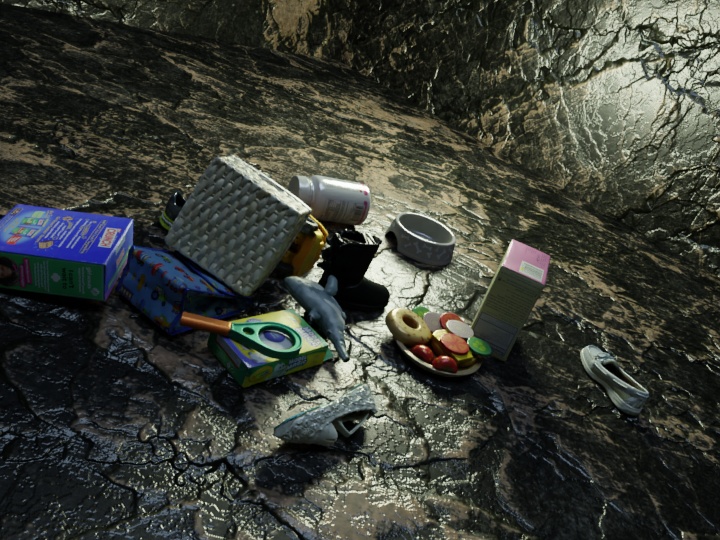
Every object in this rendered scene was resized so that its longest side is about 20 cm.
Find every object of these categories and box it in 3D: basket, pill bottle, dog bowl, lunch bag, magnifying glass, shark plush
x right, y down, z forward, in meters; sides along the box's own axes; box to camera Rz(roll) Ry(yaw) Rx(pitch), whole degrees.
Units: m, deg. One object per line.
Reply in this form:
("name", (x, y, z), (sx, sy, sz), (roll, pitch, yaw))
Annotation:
("basket", (-0.228, -0.084, 1.138), (0.198, 0.200, 0.161), (34, 8, -5))
("pill bottle", (-0.084, -0.185, 1.589), (0.199, 0.114, 0.113), (7, 30, -27))
("dog bowl", (0.169, -0.092, 1.661), (0.199, 0.059, 0.200), (16, 28, -9))
("lunch bag", (-0.301, 0.030, 1.094), (0.150, 0.094, 0.200), (32, 16, 24))
("magnifying glass", (-0.192, 0.100, 0.995), (0.199, 0.022, 0.080), (13, 29, -12))
("shark plush", (-0.078, 0.095, 1.144), (0.083, 0.091, 0.200), (11, 49, -48))

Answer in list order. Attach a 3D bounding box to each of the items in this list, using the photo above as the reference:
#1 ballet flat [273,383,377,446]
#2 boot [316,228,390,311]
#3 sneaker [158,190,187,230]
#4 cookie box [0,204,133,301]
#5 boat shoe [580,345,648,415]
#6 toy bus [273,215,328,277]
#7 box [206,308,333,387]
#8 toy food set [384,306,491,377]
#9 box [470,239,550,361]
("ballet flat", (-0.041, 0.227, 0.926), (0.072, 0.072, 0.200), (37, 31, 28))
("boot", (0.000, 0.000, 1.257), (0.198, 0.163, 0.073), (4, 33, -30))
("sneaker", (-0.333, -0.098, 1.286), (0.200, 0.081, 0.074), (25, 28, 7))
("cookie box", (-0.505, -0.033, 1.025), (0.199, 0.075, 0.171), (7, 29, -7))
("boat shoe", (0.560, 0.229, 1.347), (0.074, 0.065, 0.202), (12, 28, -18))
("toy bus", (-0.141, -0.074, 1.353), (0.200, 0.136, 0.192), (39, 16, 27))
("box", (-0.146, 0.126, 1.051), (0.200, 0.048, 0.117), (-8, 39, -47))
("toy food set", (0.158, 0.139, 1.237), (0.198, 0.049, 0.200), (-6, 37, -39))
("box", (0.324, 0.062, 1.334), (0.096, 0.200, 0.176), (26, 27, 10))
